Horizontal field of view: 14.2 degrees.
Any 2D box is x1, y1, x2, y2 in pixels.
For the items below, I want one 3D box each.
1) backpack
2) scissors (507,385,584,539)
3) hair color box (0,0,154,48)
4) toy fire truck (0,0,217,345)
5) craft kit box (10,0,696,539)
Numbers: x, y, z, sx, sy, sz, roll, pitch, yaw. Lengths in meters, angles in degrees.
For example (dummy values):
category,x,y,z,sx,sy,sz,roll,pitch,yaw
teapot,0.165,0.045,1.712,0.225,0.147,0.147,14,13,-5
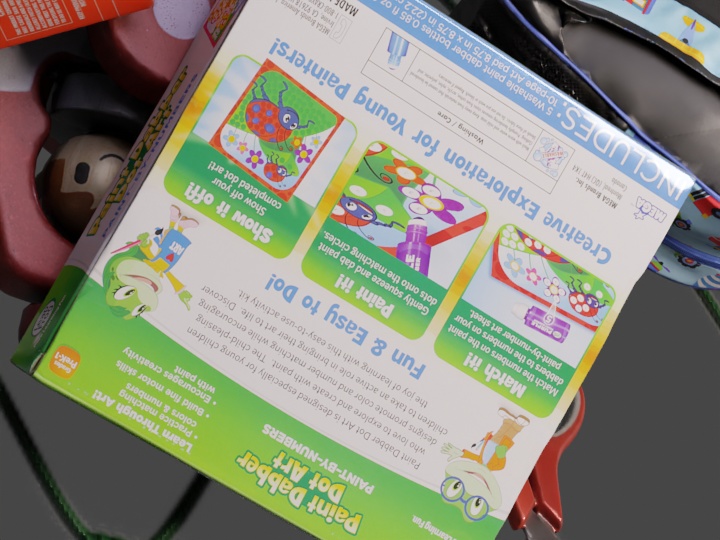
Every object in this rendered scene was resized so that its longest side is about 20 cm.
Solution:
category,x,y,z,sx,sy,sz,roll,pitch,yaw
backpack,0.141,-0.077,1.297,0.200,0.135,0.183,41,44,1
scissors,0.068,0.109,1.192,0.073,0.014,0.201,17,50,-26
hair color box,-0.185,-0.129,1.092,0.199,0.061,0.102,-14,58,3
toy fire truck,-0.066,-0.026,1.148,0.199,0.112,0.169,19,66,-20
craft kit box,0.000,0.000,1.108,0.199,0.048,0.198,32,83,-20
